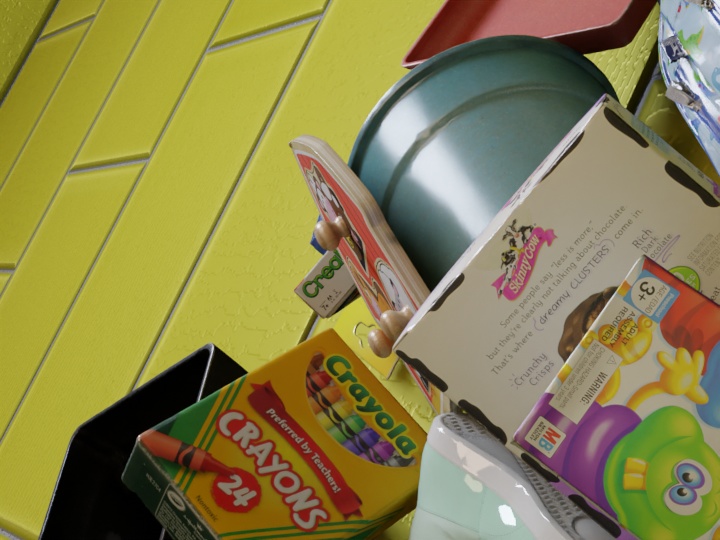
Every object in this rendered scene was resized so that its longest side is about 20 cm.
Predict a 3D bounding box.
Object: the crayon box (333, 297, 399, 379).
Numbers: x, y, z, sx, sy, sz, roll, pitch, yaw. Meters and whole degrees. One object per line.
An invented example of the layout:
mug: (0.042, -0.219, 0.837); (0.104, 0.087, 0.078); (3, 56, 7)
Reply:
crayon box: (0.067, -0.009, 1.163); (0.200, 0.051, 0.127); (-57, 25, 1)

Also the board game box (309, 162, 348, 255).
board game box: (0.038, -0.109, 1.267); (0.199, 0.043, 0.200); (-51, 7, 12)

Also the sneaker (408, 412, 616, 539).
sneaker: (0.101, 0.177, 0.895); (0.200, 0.074, 0.118); (34, 117, 50)

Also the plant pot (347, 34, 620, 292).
plant pot: (0.110, -0.013, 0.949); (0.200, 0.200, 0.196); (-49, 35, 18)

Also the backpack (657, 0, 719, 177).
backpack: (0.251, -0.106, 0.846); (0.154, 0.163, 0.200); (-60, 31, 16)

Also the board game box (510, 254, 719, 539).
board game box: (0.184, 0.096, 0.660); (0.200, 0.105, 0.103); (37, 95, 25)

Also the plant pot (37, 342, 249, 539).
plant pot: (-0.112, 0.205, 1.096); (0.200, 0.177, 0.200); (-31, 36, 42)

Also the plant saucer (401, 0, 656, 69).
plant saucer: (0.150, -0.209, 1.072); (0.200, 0.037, 0.200); (-4, 43, 48)

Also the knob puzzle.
knob puzzle: (0.000, 0.000, 0.958); (0.030, 0.220, 0.220); (-29, 25, -7)

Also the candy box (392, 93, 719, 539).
candy box: (0.147, 0.036, 0.789); (0.168, 0.200, 0.072); (-50, 0, 17)

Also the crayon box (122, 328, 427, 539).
crayon box: (-0.034, 0.121, 0.983); (0.200, 0.127, 0.051); (-30, -22, -38)

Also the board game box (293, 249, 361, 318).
board game box: (0.043, -0.057, 1.093); (0.200, 0.035, 0.126); (-49, -6, 18)
